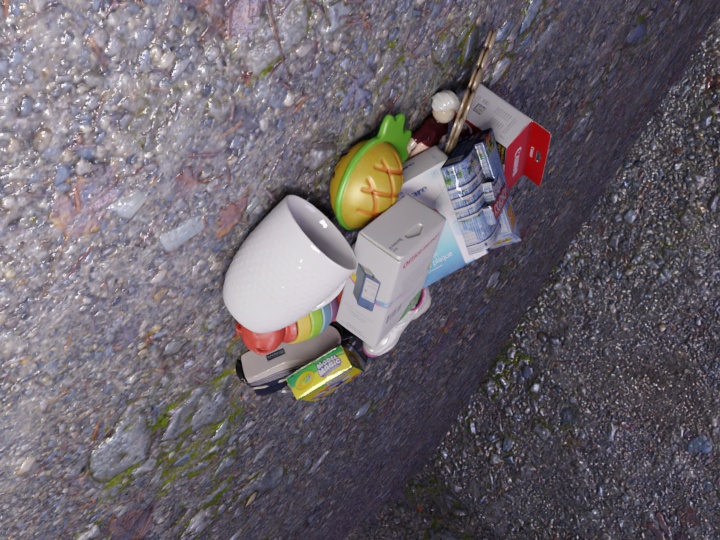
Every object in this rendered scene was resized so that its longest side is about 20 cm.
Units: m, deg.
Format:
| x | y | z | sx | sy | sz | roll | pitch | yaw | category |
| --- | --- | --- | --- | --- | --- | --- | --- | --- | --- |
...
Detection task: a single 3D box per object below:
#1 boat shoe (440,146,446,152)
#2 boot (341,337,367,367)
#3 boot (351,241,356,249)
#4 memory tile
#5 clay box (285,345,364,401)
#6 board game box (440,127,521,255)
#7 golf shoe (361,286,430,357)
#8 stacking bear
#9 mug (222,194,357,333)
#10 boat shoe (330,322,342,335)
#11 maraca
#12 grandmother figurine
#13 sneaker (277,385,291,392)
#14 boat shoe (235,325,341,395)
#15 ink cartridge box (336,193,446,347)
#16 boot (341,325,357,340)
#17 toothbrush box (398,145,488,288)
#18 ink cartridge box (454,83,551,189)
| x | y | z | sx | sy | sz | roll | pitch | yaw | category |
| --- | --- | --- | --- | --- | --- | --- | --- | --- | --- |
| 0.156 | -0.174 | 1.509 | 0.065 | 0.072 | 0.201 | -40 | 160 | -42 | boat shoe |
| 0.036 | 0.119 | 1.738 | 0.201 | 0.065 | 0.165 | -52 | 161 | -10 | boot |
| 0.000 | 0.000 | 1.488 | 0.201 | 0.072 | 0.090 | -54 | 173 | 13 | boot |
| 0.191 | -0.306 | 1.307 | 0.154 | 0.017 | 0.202 | 104 | 9 | -60 | memory tile |
| -0.062 | 0.189 | 1.367 | 0.114 | 0.048 | 0.200 | -31 | 168 | 2 | clay box |
| 0.212 | -0.116 | 1.286 | 0.061 | 0.203 | 0.200 | -14 | -161 | 25 | board game box |
| 0.074 | 0.097 | 1.616 | 0.200 | 0.075 | 0.092 | -47 | 164 | -17 | golf shoe |
| -0.118 | 0.073 | 1.286 | 0.199 | 0.122 | 0.114 | -28 | 160 | -40 | stacking bear |
| -0.100 | 0.010 | 1.135 | 0.175 | 0.149 | 0.199 | -43 | 144 | 16 | mug |
| -0.094 | 0.105 | 1.455 | 0.069 | 0.056 | 0.199 | -56 | 158 | 12 | boat shoe |
| 0.022 | -0.156 | 1.202 | 0.202 | 0.106 | 0.137 | -57 | 155 | -12 | maraca |
| 0.123 | -0.232 | 1.356 | 0.121 | 0.060 | 0.202 | -40 | 161 | -51 | grandmother figurine |
| -0.134 | 0.195 | 1.508 | 0.198 | 0.078 | 0.088 | -10 | 177 | -36 | sneaker |
| -0.126 | 0.166 | 1.394 | 0.197 | 0.076 | 0.093 | -17 | 147 | -2 | boat shoe |
| 0.049 | 0.000 | 1.220 | 0.145 | 0.087 | 0.202 | -41 | 157 | -41 | ink cartridge box |
| 0.031 | 0.074 | 1.528 | 0.165 | 0.066 | 0.200 | -49 | -172 | -20 | boot |
| 0.119 | -0.093 | 1.340 | 0.145 | 0.085 | 0.202 | -27 | 117 | -1 | toothbrush box |
| 0.275 | -0.238 | 1.495 | 0.084 | 0.175 | 0.201 | -45 | 158 | -12 | ink cartridge box |
